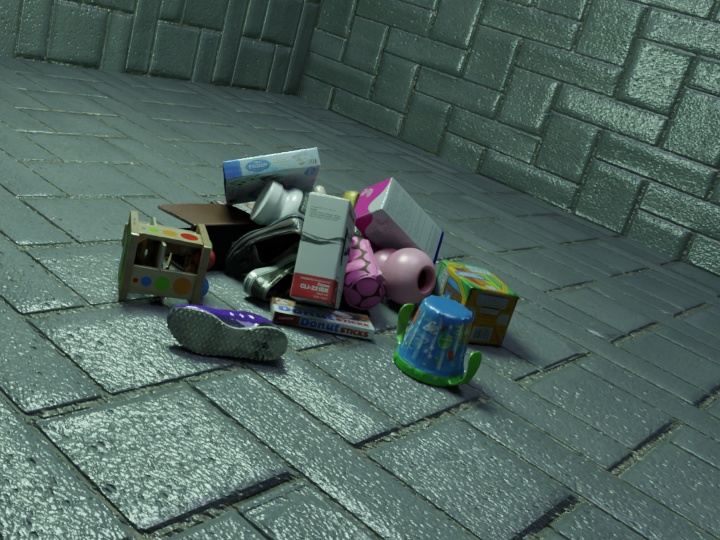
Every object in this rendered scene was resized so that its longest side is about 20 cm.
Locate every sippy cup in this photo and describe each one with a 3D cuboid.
[{"bbox_3d":[0.142,0.122,1.443,0.176,0.131,0.140,21,19,10],"label":"sippy cup"}]

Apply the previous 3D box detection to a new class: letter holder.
[{"bbox_3d":[-0.320,-0.075,1.654,0.142,0.101,0.199,27,21,35],"label":"letter holder"}]

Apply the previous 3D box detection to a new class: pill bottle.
[{"bbox_3d":[-0.122,-0.101,1.654,0.199,0.116,0.116,30,13,-20],"label":"pill bottle"}]

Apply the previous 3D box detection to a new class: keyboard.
[{"bbox_3d":[-0.051,0.043,1.677,0.126,0.021,0.200,12,18,-15],"label":"keyboard"}]

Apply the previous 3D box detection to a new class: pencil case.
[{"bbox_3d":[0.000,0.000,1.653,0.090,0.094,0.200,29,20,-26],"label":"pencil case"}]

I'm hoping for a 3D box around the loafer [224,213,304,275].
[{"bbox_3d":[-0.193,-0.045,1.578,0.072,0.199,0.063,51,17,-29],"label":"loafer"}]

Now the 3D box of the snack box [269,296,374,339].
[{"bbox_3d":[-0.074,0.092,1.507,0.198,0.025,0.072,12,18,-16],"label":"snack box"}]

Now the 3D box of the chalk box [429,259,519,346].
[{"bbox_3d":[0.230,0.060,1.711,0.124,0.125,0.200,9,20,-24],"label":"chalk box"}]

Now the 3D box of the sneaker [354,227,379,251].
[{"bbox_3d":[0.020,-0.053,1.844,0.200,0.087,0.075,42,43,-31],"label":"sneaker"}]

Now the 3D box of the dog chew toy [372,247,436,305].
[{"bbox_3d":[0.070,0.005,1.744,0.124,0.126,0.199,-2,12,-45],"label":"dog chew toy"}]

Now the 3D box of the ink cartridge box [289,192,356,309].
[{"bbox_3d":[-0.069,-0.035,1.523,0.083,0.202,0.144,9,-6,6],"label":"ink cartridge box"}]

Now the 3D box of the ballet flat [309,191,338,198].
[{"bbox_3d":[-0.122,-0.142,1.818,0.198,0.074,0.073,-14,16,9],"label":"ballet flat"}]

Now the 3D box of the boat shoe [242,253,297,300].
[{"bbox_3d":[-0.150,0.021,1.585,0.063,0.071,0.199,26,28,25],"label":"boat shoe"}]

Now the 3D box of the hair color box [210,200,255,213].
[{"bbox_3d":[-0.261,-0.124,1.907,0.100,0.061,0.199,32,23,37],"label":"hair color box"}]

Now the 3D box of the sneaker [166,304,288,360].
[{"bbox_3d":[-0.223,0.097,1.308,0.198,0.070,0.100,16,11,-17],"label":"sneaker"}]

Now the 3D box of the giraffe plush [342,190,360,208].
[{"bbox_3d":[-0.089,-0.105,1.916,0.161,0.173,0.201,12,51,17],"label":"giraffe plush"}]

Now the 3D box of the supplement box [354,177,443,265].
[{"bbox_3d":[0.085,-0.098,1.787,0.101,0.104,0.200,-16,-48,41],"label":"supplement box"}]

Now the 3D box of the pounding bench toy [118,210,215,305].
[{"bbox_3d":[-0.356,-0.031,1.452,0.155,0.125,0.200,10,19,-21],"label":"pounding bench toy"}]

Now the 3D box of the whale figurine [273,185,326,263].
[{"bbox_3d":[-0.146,-0.101,1.762,0.159,0.200,0.104,50,-15,-13],"label":"whale figurine"}]

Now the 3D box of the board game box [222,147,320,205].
[{"bbox_3d":[-0.194,-0.199,1.693,0.197,0.044,0.200,-10,-9,-11],"label":"board game box"}]
